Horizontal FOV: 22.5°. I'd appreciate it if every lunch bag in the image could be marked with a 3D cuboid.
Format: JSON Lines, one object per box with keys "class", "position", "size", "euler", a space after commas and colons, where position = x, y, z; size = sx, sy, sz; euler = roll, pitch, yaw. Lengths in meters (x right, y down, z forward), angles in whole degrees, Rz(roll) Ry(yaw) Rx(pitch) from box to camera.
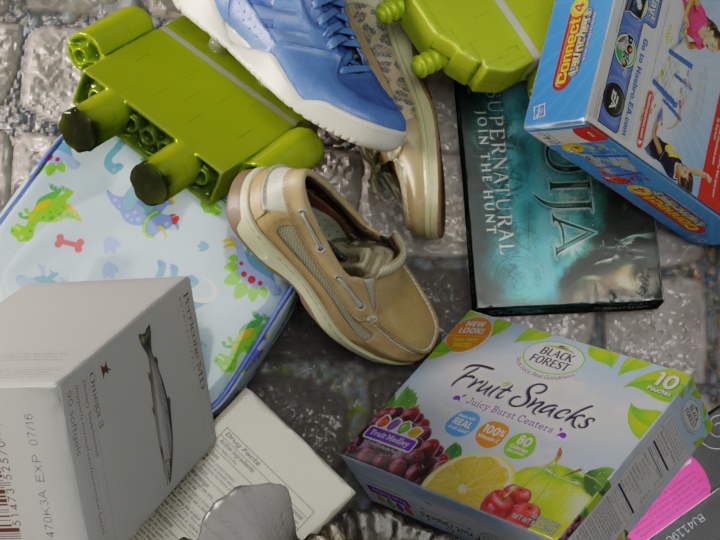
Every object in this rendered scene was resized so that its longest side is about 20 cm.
{"class": "lunch bag", "position": [-0.151, 0.009, 1.218], "size": [0.200, 0.082, 0.161], "euler": [30, 73, 4]}

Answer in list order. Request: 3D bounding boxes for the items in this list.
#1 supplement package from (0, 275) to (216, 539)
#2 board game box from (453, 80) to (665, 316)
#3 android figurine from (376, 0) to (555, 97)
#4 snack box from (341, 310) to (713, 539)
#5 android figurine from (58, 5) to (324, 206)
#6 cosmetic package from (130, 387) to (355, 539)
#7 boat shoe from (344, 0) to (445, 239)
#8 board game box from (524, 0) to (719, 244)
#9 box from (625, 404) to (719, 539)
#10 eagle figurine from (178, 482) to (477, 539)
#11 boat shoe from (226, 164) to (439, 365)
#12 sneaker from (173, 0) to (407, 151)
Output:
{"class": "supplement package", "position": [-0.178, 0.087, 1.068], "size": [0.117, 0.200, 0.117], "euler": [-4, 106, 17]}
{"class": "board game box", "position": [0.139, -0.068, 1.292], "size": [0.135, 0.028, 0.201], "euler": [-3, 74, -5]}
{"class": "android figurine", "position": [0.104, -0.197, 1.273], "size": [0.200, 0.041, 0.182], "euler": [-30, 78, -26]}
{"class": "snack box", "position": [0.103, 0.108, 1.153], "size": [0.142, 0.200, 0.053], "euler": [-46, 126, -23]}
{"class": "android figurine", "position": [-0.108, -0.115, 1.234], "size": [0.182, 0.041, 0.200], "euler": [37, 41, 13]}
{"class": "cosmetic package", "position": [-0.107, 0.185, 1.176], "size": [0.105, 0.071, 0.200], "euler": [44, 76, 8]}
{"class": "boat shoe", "position": [0.019, -0.110, 1.277], "size": [0.063, 0.073, 0.200], "euler": [-11, 64, -1]}
{"class": "board game box", "position": [0.214, -0.146, 1.248], "size": [0.196, 0.056, 0.200], "euler": [30, 68, -38]}
{"class": "box", "position": [0.186, 0.200, 1.174], "size": [0.200, 0.115, 0.132], "euler": [-34, 80, -11]}
{"class": "eagle figurine", "position": [-0.007, 0.211, 1.081], "size": [0.200, 0.151, 0.152], "euler": [29, 117, 25]}
{"class": "boat shoe", "position": [0.000, 0.000, 1.182], "size": [0.076, 0.200, 0.072], "euler": [-11, 54, 37]}
{"class": "sneaker", "position": [-0.028, -0.174, 1.212], "size": [0.200, 0.077, 0.111], "euler": [42, 109, 22]}
